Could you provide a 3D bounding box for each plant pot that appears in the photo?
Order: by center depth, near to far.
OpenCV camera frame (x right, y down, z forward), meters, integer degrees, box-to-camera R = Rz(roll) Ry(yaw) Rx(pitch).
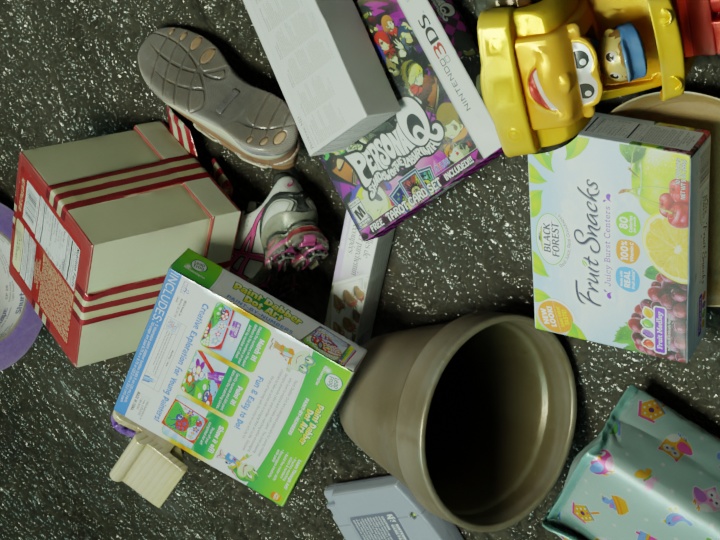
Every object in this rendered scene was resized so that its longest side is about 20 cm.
[{"bbox_3d":[0.277,-0.062,1.269,0.200,0.027,0.200,19,130,24],"label":"plant pot"},{"bbox_3d":[0.075,0.131,1.451,0.173,0.200,0.200,8,126,50],"label":"plant pot"}]

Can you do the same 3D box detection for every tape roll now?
[{"bbox_3d":[-0.452,0.018,1.717,0.085,0.200,0.200,-4,117,36],"label":"tape roll"}]

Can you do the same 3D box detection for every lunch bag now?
[{"bbox_3d":[0.266,0.228,1.417,0.170,0.122,0.200,32,142,9],"label":"lunch bag"}]

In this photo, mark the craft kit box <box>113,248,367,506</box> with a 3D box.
[{"bbox_3d":[-0.119,0.106,1.472,0.197,0.049,0.200,32,127,5],"label":"craft kit box"}]

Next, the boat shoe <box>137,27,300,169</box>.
[{"bbox_3d":[-0.135,-0.157,1.459,0.200,0.076,0.072,42,170,24],"label":"boat shoe"}]

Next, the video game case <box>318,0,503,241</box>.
[{"bbox_3d":[0.030,-0.147,1.347,0.200,0.036,0.181,-33,82,44],"label":"video game case"}]

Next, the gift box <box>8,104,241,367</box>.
[{"bbox_3d":[-0.233,-0.044,1.530,0.200,0.187,0.185,53,140,32],"label":"gift box"}]

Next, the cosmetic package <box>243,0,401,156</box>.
[{"bbox_3d":[-0.043,-0.208,1.333,0.083,0.051,0.200,-30,80,43],"label":"cosmetic package"}]

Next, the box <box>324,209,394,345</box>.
[{"bbox_3d":[0.000,0.000,1.498,0.039,0.041,0.200,27,133,17],"label":"box"}]

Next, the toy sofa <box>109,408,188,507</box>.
[{"bbox_3d":[-0.189,0.142,1.619,0.098,0.200,0.083,37,135,-1],"label":"toy sofa"}]

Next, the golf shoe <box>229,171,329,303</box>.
[{"bbox_3d":[-0.093,-0.021,1.541,0.200,0.073,0.092,-46,55,51],"label":"golf shoe"}]

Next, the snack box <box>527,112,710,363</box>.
[{"bbox_3d":[0.215,-0.030,1.280,0.142,0.053,0.200,13,127,29],"label":"snack box"}]

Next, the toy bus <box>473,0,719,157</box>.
[{"bbox_3d":[0.196,-0.176,1.135,0.192,0.200,0.136,1,122,26],"label":"toy bus"}]

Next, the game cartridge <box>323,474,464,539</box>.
[{"bbox_3d":[0.056,0.310,1.679,0.133,0.041,0.200,-13,112,44],"label":"game cartridge"}]
